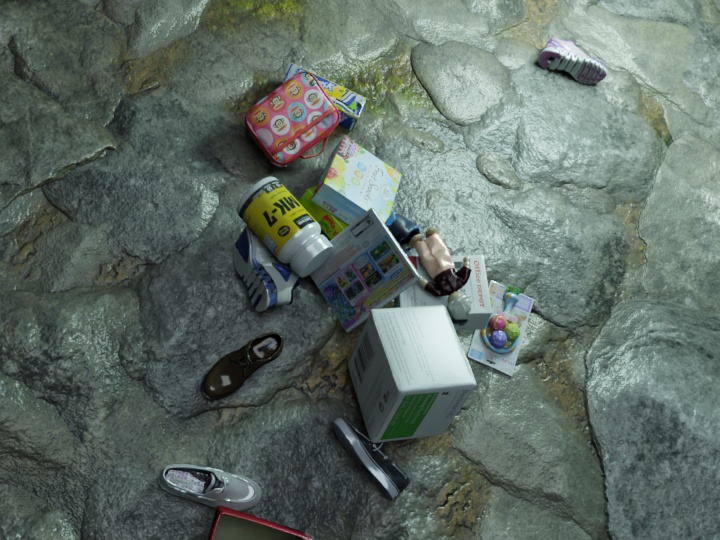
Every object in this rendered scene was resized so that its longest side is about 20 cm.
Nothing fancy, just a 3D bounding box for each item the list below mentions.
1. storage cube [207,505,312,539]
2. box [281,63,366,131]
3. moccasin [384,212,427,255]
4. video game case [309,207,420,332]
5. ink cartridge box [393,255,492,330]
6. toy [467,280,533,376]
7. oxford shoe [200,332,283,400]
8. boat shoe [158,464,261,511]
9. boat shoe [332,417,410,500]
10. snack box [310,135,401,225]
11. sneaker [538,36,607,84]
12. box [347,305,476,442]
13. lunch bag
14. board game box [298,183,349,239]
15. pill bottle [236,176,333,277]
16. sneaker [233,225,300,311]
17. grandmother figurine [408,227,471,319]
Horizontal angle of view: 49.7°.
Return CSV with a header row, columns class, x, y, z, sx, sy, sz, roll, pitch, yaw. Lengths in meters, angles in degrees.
class,x,y,z,sx,sy,sz,roll,pitch,yaw
storage cube,-0.199,0.527,1.376,0.198,0.180,0.173,19,74,-7
box,-0.091,-0.414,1.864,0.198,0.070,0.065,24,66,-6
moccasin,0.099,-0.071,1.725,0.068,0.200,0.081,40,100,17
video game case,0.000,0.000,1.645,0.199,0.024,0.183,-38,77,15
ink cartridge box,0.174,0.049,1.678,0.198,0.084,0.146,-1,61,-6
toy,0.330,0.125,1.785,0.114,0.047,0.201,24,63,-5
oxford shoe,-0.239,0.184,1.571,0.200,0.084,0.073,-39,85,-25
boat shoe,-0.282,0.406,1.475,0.198,0.069,0.073,21,64,-8
boat shoe,0.024,0.369,1.579,0.068,0.074,0.200,-39,84,-22
snack box,-0.005,-0.188,1.752,0.168,0.068,0.201,33,42,-12
sneaker,0.588,-0.585,2.139,0.198,0.081,0.089,20,57,-7
box,0.097,0.208,1.566,0.170,0.200,0.201,-3,50,-22
lunch bag,-0.150,-0.335,1.781,0.199,0.082,0.177,-38,100,-6
board game box,-0.039,-0.107,1.746,0.200,0.048,0.101,49,36,6
pill bottle,-0.156,-0.089,1.632,0.114,0.114,0.200,-38,78,-26
sneaker,-0.193,0.004,1.667,0.114,0.081,0.201,4,50,-40
grandmother figurine,0.178,0.008,1.624,0.121,0.061,0.201,-28,66,12
